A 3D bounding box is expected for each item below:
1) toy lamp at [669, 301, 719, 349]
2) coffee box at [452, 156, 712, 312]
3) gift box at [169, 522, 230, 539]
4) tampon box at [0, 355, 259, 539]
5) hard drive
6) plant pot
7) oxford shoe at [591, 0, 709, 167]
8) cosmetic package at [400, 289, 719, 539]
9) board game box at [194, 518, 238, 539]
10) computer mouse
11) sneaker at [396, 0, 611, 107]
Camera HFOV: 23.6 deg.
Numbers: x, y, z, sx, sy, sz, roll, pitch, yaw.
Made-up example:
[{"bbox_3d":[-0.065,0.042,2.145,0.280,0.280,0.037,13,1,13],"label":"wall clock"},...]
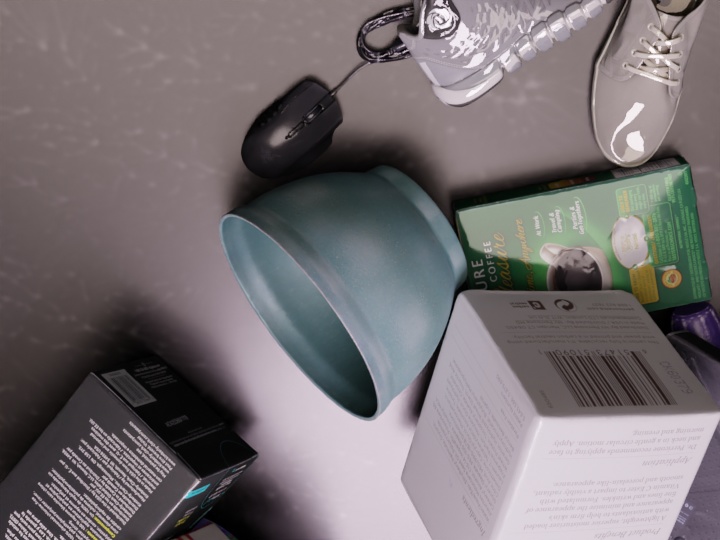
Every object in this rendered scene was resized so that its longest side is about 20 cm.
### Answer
[{"bbox_3d":[0.305,0.123,1.465,0.058,0.058,0.201,-16,104,4],"label":"toy lamp"},{"bbox_3d":[0.183,-0.017,1.432,0.199,0.044,0.123,-13,106,3],"label":"coffee box"},{"bbox_3d":[-0.124,0.328,1.400,0.200,0.185,0.187,41,102,7],"label":"gift box"},{"bbox_3d":[-0.212,0.190,1.421,0.126,0.150,0.200,43,101,9],"label":"tampon box"},{"bbox_3d":[0.274,0.151,1.437,0.135,0.042,0.200,31,125,14],"label":"hard drive"},{"bbox_3d":[0.000,0.000,1.375,0.134,0.200,0.201,-37,104,-17],"label":"plant pot"},{"bbox_3d":[0.235,-0.178,1.380,0.075,0.058,0.201,14,107,-7],"label":"oxford shoe"},{"bbox_3d":[0.153,0.142,1.369,0.164,0.165,0.201,1,124,-24],"label":"cosmetic package"},{"bbox_3d":[-0.177,0.313,1.526,0.158,0.039,0.200,27,104,-7],"label":"board game box"},{"bbox_3d":[-0.017,-0.145,1.401,0.200,0.034,0.059,-41,101,10],"label":"computer mouse"},{"bbox_3d":[0.114,-0.226,1.346,0.200,0.075,0.116,-38,117,10],"label":"sneaker"}]
